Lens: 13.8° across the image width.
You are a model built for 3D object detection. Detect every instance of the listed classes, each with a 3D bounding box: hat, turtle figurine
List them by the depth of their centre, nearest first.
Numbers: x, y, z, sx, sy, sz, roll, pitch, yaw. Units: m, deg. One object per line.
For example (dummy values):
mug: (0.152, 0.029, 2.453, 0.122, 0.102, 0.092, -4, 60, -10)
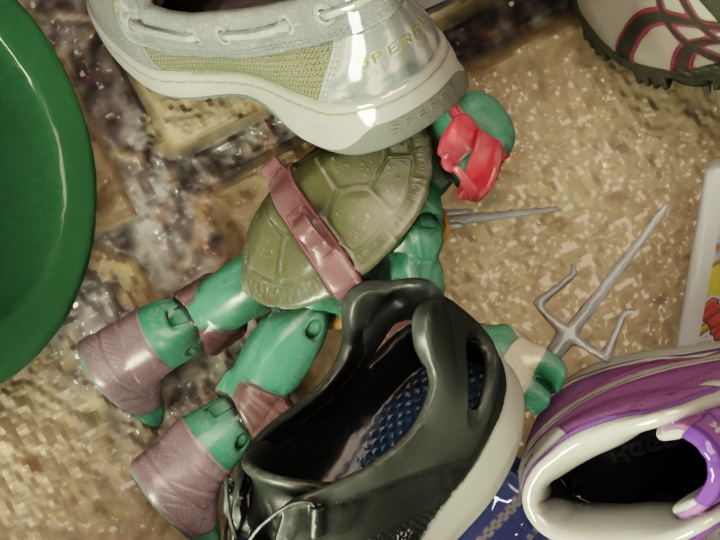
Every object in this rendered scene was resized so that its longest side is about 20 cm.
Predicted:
turtle figurine: (0.000, 0.000, 1.021, 0.200, 0.150, 0.101, -37, 119, 8)
hat: (-0.220, -0.035, 1.090, 0.200, 0.176, 0.166, 54, 53, -16)

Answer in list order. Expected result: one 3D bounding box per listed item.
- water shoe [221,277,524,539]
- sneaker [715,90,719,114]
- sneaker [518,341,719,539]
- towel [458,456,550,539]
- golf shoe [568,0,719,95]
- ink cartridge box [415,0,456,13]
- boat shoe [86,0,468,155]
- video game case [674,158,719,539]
water shoe: (-0.026, 0.091, 0.910, 0.071, 0.079, 0.201, 15, 64, 40)
sneaker: (0.210, -0.025, 1.058, 0.075, 0.085, 0.200, -44, 79, -12)
sneaker: (0.146, 0.049, 0.952, 0.199, 0.114, 0.073, -21, 93, 12)
towel: (0.068, 0.170, 1.016, 0.200, 0.024, 0.145, 40, 91, 7)
golf shoe: (0.136, -0.104, 1.037, 0.077, 0.088, 0.200, -35, 35, -16)
ink cartridge box: (0.068, -0.182, 1.062, 0.200, 0.042, 0.120, -30, 98, -39)
boat shoe: (-0.038, -0.097, 1.035, 0.074, 0.065, 0.202, -34, 32, -18)
video game case: (0.201, 0.068, 1.014, 0.199, 0.023, 0.183, 11, 101, 9)
